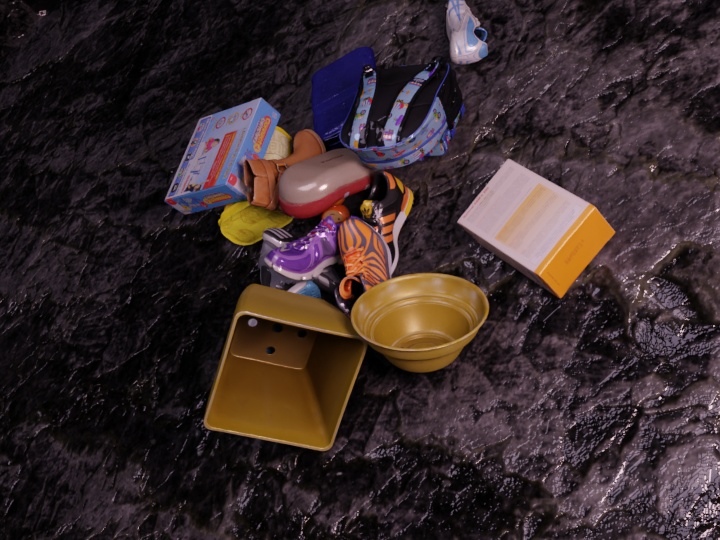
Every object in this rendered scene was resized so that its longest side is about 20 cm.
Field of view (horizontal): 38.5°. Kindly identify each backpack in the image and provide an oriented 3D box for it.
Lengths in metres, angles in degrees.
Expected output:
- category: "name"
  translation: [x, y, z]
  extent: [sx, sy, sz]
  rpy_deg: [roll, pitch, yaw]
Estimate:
- category: "backpack"
  translation: [0.067, -0.245, 1.720]
  extent: [0.182, 0.135, 0.201]
  rpy_deg: [0, 49, 29]

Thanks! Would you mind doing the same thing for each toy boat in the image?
- category: "toy boat"
  translation: [-0.049, -0.129, 1.787]
  extent: [0.130, 0.131, 0.200]
  rpy_deg: [14, 29, 43]

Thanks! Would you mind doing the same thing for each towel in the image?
- category: "towel"
  translation: [-0.025, -0.326, 1.967]
  extent: [0.147, 0.050, 0.201]
  rpy_deg: [-24, 49, 23]

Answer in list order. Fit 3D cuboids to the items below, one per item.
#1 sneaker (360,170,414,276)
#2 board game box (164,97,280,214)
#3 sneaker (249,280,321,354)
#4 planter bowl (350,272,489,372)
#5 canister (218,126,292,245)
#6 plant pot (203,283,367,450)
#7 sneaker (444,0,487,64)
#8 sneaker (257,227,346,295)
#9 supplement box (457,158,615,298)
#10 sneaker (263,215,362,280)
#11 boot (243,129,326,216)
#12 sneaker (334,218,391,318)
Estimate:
- category: "sneaker"
  translation: [0.023, -0.071, 1.698]
  extent: [0.070, 0.090, 0.201]
  rpy_deg: [-4, 58, 40]
- category: "board game box"
  translation: [-0.264, -0.216, 1.967]
  extent: [0.195, 0.056, 0.201]
  rpy_deg: [-8, 55, 44]
- category: "sneaker"
  translation: [-0.145, 0.089, 1.725]
  extent: [0.200, 0.076, 0.081]
  rpy_deg: [-50, 43, 14]
- category: "planter bowl"
  translation: [0.088, 0.090, 1.498]
  extent: [0.199, 0.084, 0.201]
  rpy_deg: [-5, 31, 3]
- category: "canister"
  translation: [-0.195, -0.166, 1.968]
  extent: [0.148, 0.086, 0.201]
  rpy_deg: [-28, 44, 27]
- category: "plant pot"
  translation: [-0.122, 0.129, 1.577]
  extent: [0.177, 0.199, 0.201]
  rpy_deg: [-110, 36, -63]
- category: "sneaker"
  translation: [0.188, -0.434, 1.849]
  extent: [0.072, 0.072, 0.201]
  rpy_deg: [-3, 44, 0]
- category: "sneaker"
  translation: [-0.104, 0.018, 1.778]
  extent: [0.200, 0.075, 0.116]
  rpy_deg: [36, 116, 33]
- category: "supplement box"
  translation: [0.252, -0.064, 1.500]
  extent: [0.126, 0.073, 0.200]
  rpy_deg: [-50, 41, 1]
- category: "sneaker"
  translation: [-0.075, -0.047, 1.693]
  extent: [0.081, 0.199, 0.084]
  rpy_deg: [36, 130, 32]
- category: "boot"
  translation: [-0.140, -0.187, 1.861]
  extent: [0.074, 0.154, 0.201]
  rpy_deg: [-56, 38, 44]
- category: "sneaker"
  translation: [0.000, 0.000, 1.601]
  extent: [0.077, 0.112, 0.201]
  rpy_deg: [-32, 68, 21]
